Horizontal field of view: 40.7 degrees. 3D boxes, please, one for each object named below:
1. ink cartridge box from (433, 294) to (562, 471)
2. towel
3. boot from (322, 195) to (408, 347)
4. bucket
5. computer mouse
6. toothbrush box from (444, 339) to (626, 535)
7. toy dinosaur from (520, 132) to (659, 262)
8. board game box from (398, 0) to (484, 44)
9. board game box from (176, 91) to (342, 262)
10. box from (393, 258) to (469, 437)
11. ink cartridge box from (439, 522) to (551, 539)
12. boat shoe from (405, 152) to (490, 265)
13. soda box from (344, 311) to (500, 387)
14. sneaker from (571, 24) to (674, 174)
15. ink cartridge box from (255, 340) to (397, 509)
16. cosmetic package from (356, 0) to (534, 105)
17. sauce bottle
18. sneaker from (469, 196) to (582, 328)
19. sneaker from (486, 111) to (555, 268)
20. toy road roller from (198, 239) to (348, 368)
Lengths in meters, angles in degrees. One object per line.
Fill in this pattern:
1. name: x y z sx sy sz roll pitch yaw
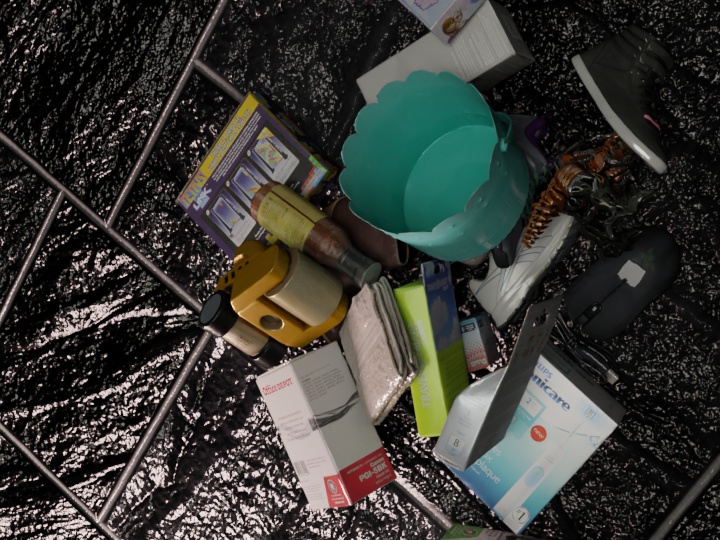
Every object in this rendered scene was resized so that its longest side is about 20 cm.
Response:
1. ink cartridge box: 0.162 0.118 1.126 0.047 0.159 0.203 25 103 21
2. towel: 0.018 0.103 1.199 0.034 0.201 0.135 -11 66 -17
3. boot: 0.000 0.000 1.284 0.165 0.071 0.204 -6 87 53
4. bucket: 0.092 -0.116 1.130 0.204 0.134 0.211 -11 68 29
5. computer mouse: 0.313 0.034 1.198 0.138 0.053 0.201 43 110 13
6. toothbrush box: 0.219 0.208 1.243 0.146 0.085 0.201 43 109 13
7. toy dinosaur: 0.269 -0.084 1.146 0.200 0.102 0.136 -45 64 -2
8. board game box: 0.109 -0.406 1.174 0.200 0.041 0.200 -47 52 12
9. board game box: -0.145 -0.119 1.371 0.165 0.057 0.201 45 111 14
10. box: 0.091 0.089 1.192 0.047 0.122 0.204 -9 93 21
11. ink cartridge box: 0.194 0.401 1.245 0.196 0.146 0.086 4 97 21
12. boat shoe: 0.105 -0.092 1.260 0.074 0.073 0.201 -42 74 18
13. soda box: 0.082 0.115 1.300 0.197 0.063 0.070 -17 89 23
14. sneaker: 0.325 -0.208 1.119 0.099 0.070 0.202 -37 51 21
15. ink cartridge box: -0.050 0.212 1.323 0.146 0.082 0.203 -30 83 62
16. cosmetic package: 0.105 -0.251 1.221 0.198 0.106 0.091 -31 84 25
17. sauce bottle: -0.058 -0.043 1.259 0.199 0.066 0.067 38 110 28
18. sneaker: 0.209 -0.023 1.226 0.087 0.074 0.201 41 109 19
19. sneaker: 0.199 -0.104 1.195 0.086 0.074 0.204 -2 75 14
20. toy road roller: -0.113 0.019 1.273 0.122 0.148 0.199 34 132 -30
